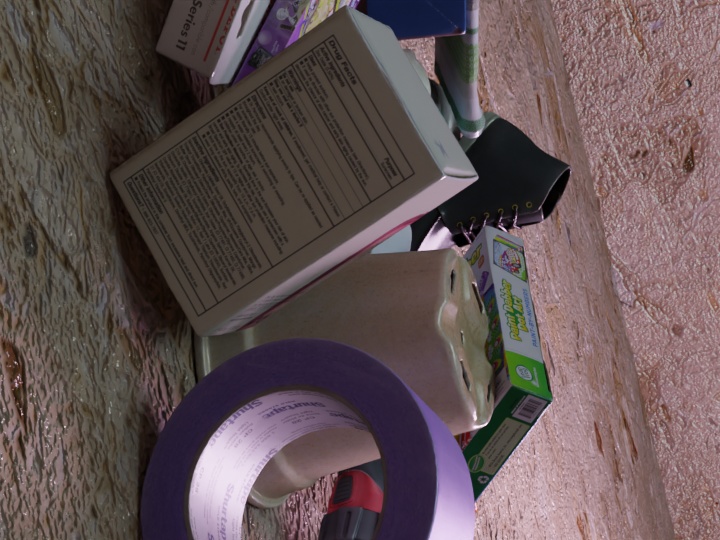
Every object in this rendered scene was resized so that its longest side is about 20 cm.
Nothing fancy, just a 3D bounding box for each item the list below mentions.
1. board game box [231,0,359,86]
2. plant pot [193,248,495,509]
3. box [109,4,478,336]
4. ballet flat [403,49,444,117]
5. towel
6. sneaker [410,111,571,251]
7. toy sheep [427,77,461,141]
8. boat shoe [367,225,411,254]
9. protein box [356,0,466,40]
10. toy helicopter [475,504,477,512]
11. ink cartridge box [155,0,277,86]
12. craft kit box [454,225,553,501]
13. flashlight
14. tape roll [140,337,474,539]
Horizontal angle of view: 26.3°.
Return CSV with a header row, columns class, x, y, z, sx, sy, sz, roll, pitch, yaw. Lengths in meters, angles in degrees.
class,x,y,z,sx,sy,sz,roll,pitch,yaw
board game box,-0.056,-0.154,1.161,0.201,0.032,0.120,-62,173,0
plant pot,-0.001,0.066,1.157,0.200,0.182,0.203,-10,90,-73
box,-0.042,-0.062,1.024,0.129,0.199,0.109,60,15,7
ballet flat,0.023,-0.186,1.396,0.067,0.070,0.201,0,51,-44
towel,0.095,-0.242,1.407,0.150,0.030,0.202,-106,-167,-57
sneaker,0.110,-0.048,1.464,0.201,0.106,0.075,-55,159,-6
toy sheep,0.033,-0.139,1.506,0.200,0.137,0.139,32,48,-48
boat shoe,0.000,0.000,1.337,0.072,0.067,0.200,-53,164,-20
protein box,0.010,-0.330,1.361,0.201,0.133,0.200,-107,-168,-60
toy helicopter,0.048,0.142,1.479,0.201,0.078,0.133,-103,176,-46
ink cartridge box,-0.086,-0.204,1.159,0.118,0.067,0.200,-66,170,13
craft kit box,0.083,0.099,1.290,0.048,0.201,0.198,21,35,-16
flashlight,0.014,0.152,1.255,0.068,0.067,0.201,103,1,-48
tape roll,-0.033,0.151,0.971,0.085,0.198,0.202,48,35,-59
